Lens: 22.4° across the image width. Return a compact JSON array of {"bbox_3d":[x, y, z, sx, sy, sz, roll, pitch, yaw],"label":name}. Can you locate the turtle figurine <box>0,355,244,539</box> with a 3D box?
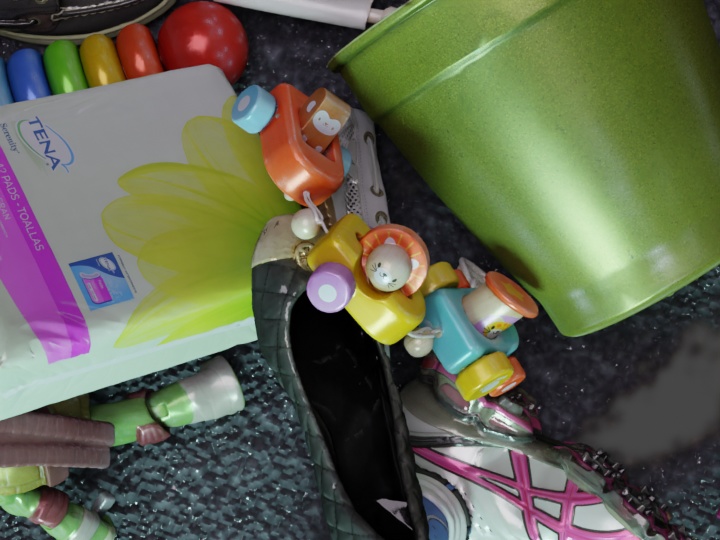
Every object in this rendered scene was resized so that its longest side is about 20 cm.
[{"bbox_3d":[-0.175,0.082,1.022,0.193,0.201,0.144,-27,56,-17],"label":"turtle figurine"}]

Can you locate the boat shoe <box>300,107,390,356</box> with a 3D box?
[{"bbox_3d":[0.000,0.000,1.012,0.069,0.071,0.201,-1,78,-32],"label":"boat shoe"}]

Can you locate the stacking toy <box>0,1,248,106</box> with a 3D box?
[{"bbox_3d":[-0.159,-0.101,1.048,0.199,0.085,0.086,-19,81,-3],"label":"stacking toy"}]

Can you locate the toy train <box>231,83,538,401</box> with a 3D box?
[{"bbox_3d":[0.024,-0.021,0.934,0.056,0.151,0.200,-38,124,25],"label":"toy train"}]

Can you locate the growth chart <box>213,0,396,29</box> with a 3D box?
[{"bbox_3d":[-0.028,-0.235,1.061,0.144,0.018,0.201,3,74,5],"label":"growth chart"}]

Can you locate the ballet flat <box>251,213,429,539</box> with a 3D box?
[{"bbox_3d":[-0.004,0.060,0.898,0.066,0.057,0.201,-11,71,-25],"label":"ballet flat"}]

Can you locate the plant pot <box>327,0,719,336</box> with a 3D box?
[{"bbox_3d":[0.115,-0.077,0.960,0.200,0.200,0.194,-30,92,2],"label":"plant pot"}]

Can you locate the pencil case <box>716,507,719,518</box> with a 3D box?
[{"bbox_3d":[0.259,0.060,0.967,0.088,0.088,0.201,21,87,9],"label":"pencil case"}]

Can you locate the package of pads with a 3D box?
[{"bbox_3d":[-0.133,-0.022,0.956,0.199,0.068,0.155,-15,62,-30],"label":"package of pads"}]

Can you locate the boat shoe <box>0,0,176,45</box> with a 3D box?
[{"bbox_3d":[-0.205,-0.172,1.061,0.199,0.066,0.072,-1,85,8],"label":"boat shoe"}]

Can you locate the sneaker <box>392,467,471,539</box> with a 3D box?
[{"bbox_3d":[-0.012,0.198,0.965,0.075,0.077,0.201,26,109,15],"label":"sneaker"}]

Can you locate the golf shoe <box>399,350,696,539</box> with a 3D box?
[{"bbox_3d":[0.097,0.129,0.987,0.200,0.073,0.092,37,98,19],"label":"golf shoe"}]
